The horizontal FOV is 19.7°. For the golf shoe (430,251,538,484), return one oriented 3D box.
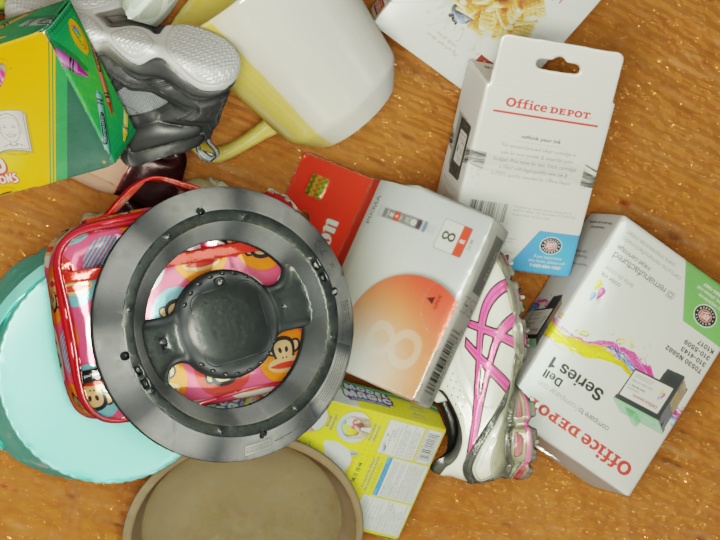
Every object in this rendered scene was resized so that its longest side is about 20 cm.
[{"bbox_3d":[0.092,0.073,1.690,0.092,0.073,0.201,-2,80,-8],"label":"golf shoe"}]

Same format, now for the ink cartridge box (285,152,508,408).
[{"bbox_3d":[0.000,0.000,1.690,0.199,0.050,0.163,23,86,21],"label":"ink cartridge box"}]

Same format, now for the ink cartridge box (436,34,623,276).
[{"bbox_3d":[0.138,-0.104,1.738,0.115,0.067,0.201,8,110,-15],"label":"ink cartridge box"}]

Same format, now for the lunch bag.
[{"bbox_3d":[-0.135,0.015,1.559,0.199,0.082,0.177,-11,91,-18],"label":"lunch bag"}]

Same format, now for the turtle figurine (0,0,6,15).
[{"bbox_3d":[-0.338,-0.218,1.637,0.161,0.064,0.200,-36,101,-11],"label":"turtle figurine"}]

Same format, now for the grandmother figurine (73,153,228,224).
[{"bbox_3d":[-0.191,-0.081,1.686,0.199,0.061,0.122,26,109,-13],"label":"grandmother figurine"}]

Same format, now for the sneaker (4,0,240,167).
[{"bbox_3d":[-0.193,-0.148,1.622,0.199,0.076,0.114,20,125,14],"label":"sneaker"}]

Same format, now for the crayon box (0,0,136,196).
[{"bbox_3d":[-0.288,-0.120,1.589,0.199,0.058,0.119,-14,117,24],"label":"crayon box"}]

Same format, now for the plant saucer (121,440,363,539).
[{"bbox_3d":[-0.097,0.214,1.703,0.199,0.029,0.201,-4,118,-8],"label":"plant saucer"}]

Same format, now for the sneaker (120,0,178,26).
[{"bbox_3d":[-0.148,-0.285,1.659,0.075,0.115,0.201,25,86,-15],"label":"sneaker"}]

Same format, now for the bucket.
[{"bbox_3d":[-0.209,0.073,1.647,0.206,0.135,0.208,0,91,-16],"label":"bucket"}]

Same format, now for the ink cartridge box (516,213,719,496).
[{"bbox_3d":[0.215,0.073,1.788,0.145,0.084,0.200,34,84,-14],"label":"ink cartridge box"}]

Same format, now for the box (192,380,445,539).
[{"bbox_3d":[-0.043,0.146,1.719,0.199,0.048,0.118,16,112,-19],"label":"box"}]

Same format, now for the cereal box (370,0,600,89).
[{"bbox_3d":[0.124,-0.245,1.726,0.144,0.040,0.200,33,109,-20],"label":"cereal box"}]

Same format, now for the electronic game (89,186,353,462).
[{"bbox_3d":[-0.099,0.039,1.503,0.199,0.042,0.201,2,85,-21],"label":"electronic game"}]

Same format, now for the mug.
[{"bbox_3d":[-0.063,-0.179,1.695,0.153,0.186,0.150,49,47,-20],"label":"mug"}]
